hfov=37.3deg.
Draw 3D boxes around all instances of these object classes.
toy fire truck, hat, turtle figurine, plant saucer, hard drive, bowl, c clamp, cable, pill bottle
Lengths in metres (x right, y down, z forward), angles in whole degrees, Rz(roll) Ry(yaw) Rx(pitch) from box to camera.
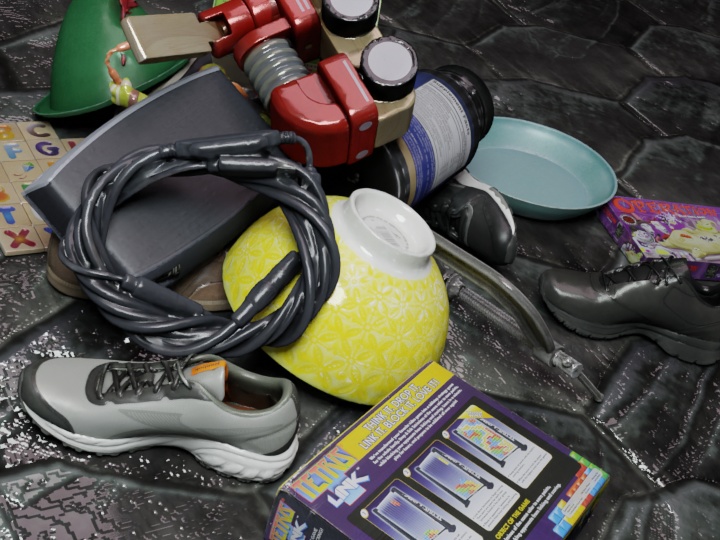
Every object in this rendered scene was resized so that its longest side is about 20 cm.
[{"bbox_3d":[-0.073,-0.165,0.844,0.199,0.129,0.177,-25,73,-13],"label":"toy fire truck"},{"bbox_3d":[-0.264,-0.269,1.040,0.164,0.177,0.200,-6,28,23],"label":"hat"},{"bbox_3d":[-0.135,-0.120,0.958,0.198,0.162,0.065,5,36,-19],"label":"turtle figurine"},{"bbox_3d":[0.189,-0.111,1.207,0.198,0.036,0.201,9,34,-6],"label":"plant saucer"},{"bbox_3d":[-0.149,-0.075,0.845,0.135,0.042,0.200,49,57,-1],"label":"hard drive"},{"bbox_3d":[0.000,0.000,0.863,0.199,0.108,0.201,26,31,-17],"label":"bowl"},{"bbox_3d":[0.112,0.031,0.925,0.027,0.171,0.200,-47,53,-6],"label":"c clamp"},{"bbox_3d":[-0.117,-0.016,0.778,0.198,0.165,0.051,-9,-2,-9],"label":"cable"},{"bbox_3d":[0.044,-0.124,1.006,0.111,0.112,0.200,31,41,19],"label":"pill bottle"}]

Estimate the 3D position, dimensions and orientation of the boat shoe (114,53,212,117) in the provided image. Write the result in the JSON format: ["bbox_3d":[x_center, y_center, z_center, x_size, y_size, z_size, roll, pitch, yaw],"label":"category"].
[{"bbox_3d":[-0.190,-0.178,1.098,0.072,0.063,0.200,-20,25,20],"label":"boat shoe"}]

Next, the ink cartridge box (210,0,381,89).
[{"bbox_3d":[-0.062,-0.202,1.038,0.146,0.200,0.076,10,76,0],"label":"ink cartridge box"}]

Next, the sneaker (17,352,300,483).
[{"bbox_3d":[-0.136,0.086,0.744,0.198,0.080,0.074,11,37,-9],"label":"sneaker"}]

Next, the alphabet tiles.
[{"bbox_3d":[-0.299,-0.080,0.963,0.165,0.006,0.200,-8,42,-33],"label":"alphabet tiles"}]

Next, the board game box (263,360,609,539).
[{"bbox_3d":[0.058,0.165,0.745,0.165,0.057,0.200,31,36,22],"label":"board game box"}]

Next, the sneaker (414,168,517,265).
[{"bbox_3d":[0.079,-0.062,1.078,0.087,0.076,0.200,-17,42,-21],"label":"sneaker"}]

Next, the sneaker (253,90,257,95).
[{"bbox_3d":[-0.082,-0.191,1.186,0.093,0.071,0.200,3,35,10],"label":"sneaker"}]

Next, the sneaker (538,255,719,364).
[{"bbox_3d":[0.268,0.021,1.017,0.198,0.091,0.076,12,36,-8],"label":"sneaker"}]

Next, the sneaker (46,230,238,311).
[{"bbox_3d":[-0.154,-0.016,0.879,0.198,0.076,0.071,-1,38,-25],"label":"sneaker"}]

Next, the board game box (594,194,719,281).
[{"bbox_3d":[0.375,-0.034,1.204,0.198,0.032,0.120,4,32,-21],"label":"board game box"}]
